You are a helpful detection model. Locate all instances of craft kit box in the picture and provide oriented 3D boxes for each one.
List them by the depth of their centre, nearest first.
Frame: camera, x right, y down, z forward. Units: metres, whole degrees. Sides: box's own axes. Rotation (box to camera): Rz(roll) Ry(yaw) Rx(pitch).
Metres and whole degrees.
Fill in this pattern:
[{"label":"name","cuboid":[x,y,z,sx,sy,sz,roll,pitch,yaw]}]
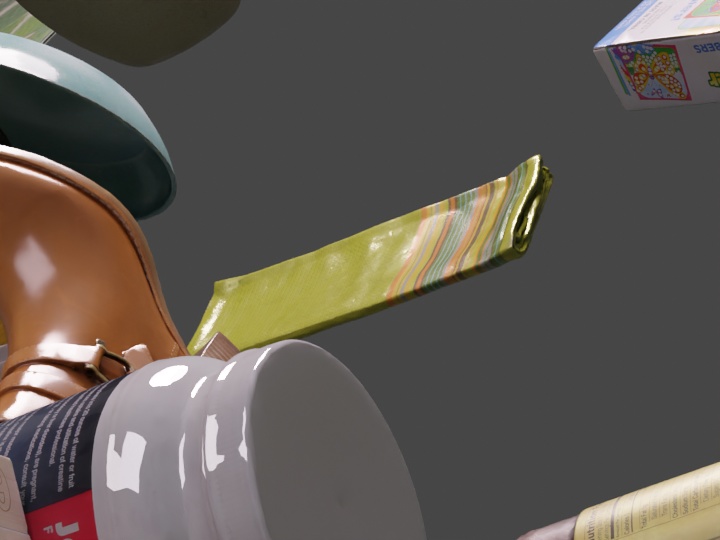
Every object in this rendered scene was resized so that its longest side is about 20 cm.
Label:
[{"label":"craft kit box","cuboid":[0.246,-0.155,1.199,0.200,0.049,0.197,-43,21,-29]}]

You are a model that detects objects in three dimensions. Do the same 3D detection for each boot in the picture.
[{"label":"boot","cuboid":[-0.134,0.036,1.058,0.074,0.200,0.155,-50,1,29]}]

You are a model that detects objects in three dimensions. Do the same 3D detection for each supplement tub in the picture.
[{"label":"supplement tub","cuboid":[-0.090,0.114,0.892,0.200,0.140,0.140,-22,22,24]}]

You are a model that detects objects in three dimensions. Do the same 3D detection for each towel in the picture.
[{"label":"towel","cuboid":[0.000,0.000,1.212,0.200,0.018,0.086,-21,22,25]}]

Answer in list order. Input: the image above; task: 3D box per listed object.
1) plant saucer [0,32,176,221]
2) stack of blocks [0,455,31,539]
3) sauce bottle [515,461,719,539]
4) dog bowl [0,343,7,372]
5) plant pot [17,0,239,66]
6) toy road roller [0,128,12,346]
[{"label":"plant saucer","cuboid":[-0.199,-0.090,1.443,0.200,0.200,0.036,-8,57,47]},{"label":"stack of blocks","cuboid":[-0.129,0.157,0.784,0.115,0.200,0.059,-25,-23,18]},{"label":"sauce bottle","cuboid":[0.090,0.104,0.781,0.200,0.065,0.065,-24,21,23]},{"label":"dog bowl","cuboid":[-0.198,0.112,1.165,0.200,0.059,0.200,-26,21,11]},{"label":"plant pot","cuboid":[-0.161,-0.229,1.779,0.200,0.135,0.200,-27,20,10]},{"label":"toy road roller","cuboid":[-0.228,0.007,1.408,0.123,0.146,0.200,-36,-16,-13]}]
